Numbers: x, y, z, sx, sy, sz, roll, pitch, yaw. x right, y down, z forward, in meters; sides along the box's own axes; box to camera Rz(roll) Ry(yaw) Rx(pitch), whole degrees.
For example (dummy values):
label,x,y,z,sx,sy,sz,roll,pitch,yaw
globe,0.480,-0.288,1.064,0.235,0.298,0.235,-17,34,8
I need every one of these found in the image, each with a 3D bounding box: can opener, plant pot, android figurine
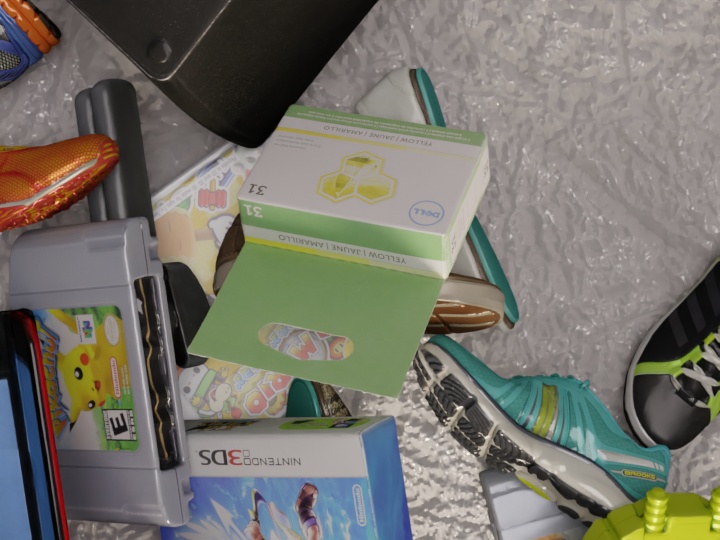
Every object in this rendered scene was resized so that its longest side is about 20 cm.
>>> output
label,x,y,z,sx,sy,sz,roll,pitch,yaw
can opener,-0.153,-0.029,1.037,0.066,0.052,0.202,-12,89,-39
plant pot,-0.103,-0.210,0.964,0.200,0.177,0.200,43,104,4
android figurine,0.202,0.231,1.010,0.180,0.041,0.202,2,113,-13

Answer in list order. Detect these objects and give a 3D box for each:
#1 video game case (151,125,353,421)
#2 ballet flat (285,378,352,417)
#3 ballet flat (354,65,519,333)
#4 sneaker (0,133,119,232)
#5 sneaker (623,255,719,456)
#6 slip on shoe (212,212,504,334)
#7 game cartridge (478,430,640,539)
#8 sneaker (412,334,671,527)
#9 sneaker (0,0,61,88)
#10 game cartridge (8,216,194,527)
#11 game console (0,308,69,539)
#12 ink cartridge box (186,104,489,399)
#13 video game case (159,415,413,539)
label,x,y,z,sx,sy,sz,roll,pitch,yaw
video game case,-0.086,0.015,1.070,0.199,0.023,0.183,-36,91,-6
ballet flat,-0.018,0.167,1.054,0.075,0.068,0.202,1,95,-30
ballet flat,0.050,-0.043,1.071,0.069,0.069,0.202,-21,87,-6
sneaker,-0.251,-0.058,1.005,0.198,0.073,0.078,-17,90,18
sneaker,0.255,0.039,1.067,0.071,0.083,0.201,34,82,-3
slip on shoe,0.000,0.000,1.026,0.198,0.076,0.061,4,69,13
game cartridge,0.171,0.223,1.079,0.132,0.042,0.202,-15,89,-2
sneaker,0.124,0.104,1.042,0.199,0.078,0.080,34,69,-4
sneaker,-0.303,-0.197,1.036,0.199,0.075,0.079,38,88,-1
game cartridge,-0.178,0.069,1.012,0.040,0.132,0.202,-12,95,-47
game console,-0.248,0.132,0.973,0.170,0.119,0.202,-7,93,14
ink cartridge box,-0.012,-0.020,0.969,0.144,0.048,0.201,11,45,17
video game case,-0.048,0.198,0.991,0.180,0.045,0.202,-5,97,35
